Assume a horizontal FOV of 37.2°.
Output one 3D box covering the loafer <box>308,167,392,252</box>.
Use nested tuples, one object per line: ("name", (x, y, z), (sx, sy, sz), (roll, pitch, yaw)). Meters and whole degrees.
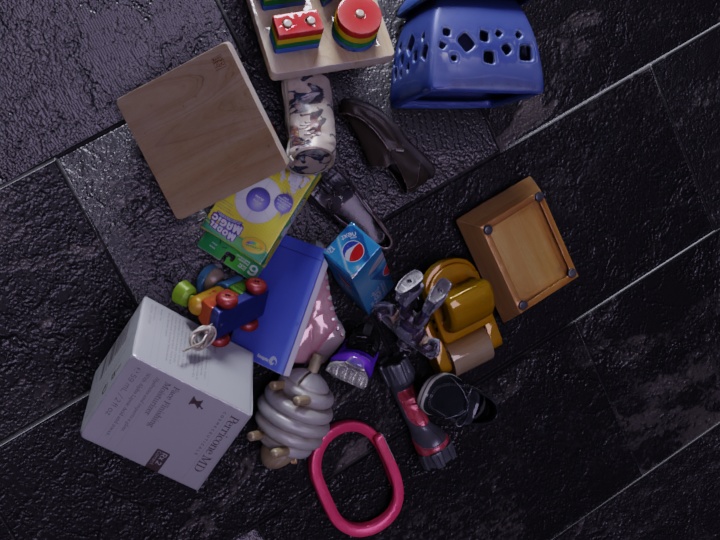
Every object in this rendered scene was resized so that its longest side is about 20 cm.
("loafer", (-0.019, -0.104, 1.724), (0.200, 0.063, 0.072), (44, 82, -18))

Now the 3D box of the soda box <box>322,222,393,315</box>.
("soda box", (0.000, 0.000, 1.671), (0.064, 0.200, 0.068), (40, 81, 17))

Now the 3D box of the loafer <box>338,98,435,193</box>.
("loafer", (0.036, -0.198, 1.726), (0.200, 0.073, 0.072), (41, 81, -18))

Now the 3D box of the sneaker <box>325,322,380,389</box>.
("sneaker", (-0.005, 0.128, 1.693), (0.069, 0.200, 0.101), (24, 81, 2))

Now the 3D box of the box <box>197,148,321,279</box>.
("box", (-0.161, -0.097, 1.665), (0.117, 0.048, 0.201), (31, 87, 6))

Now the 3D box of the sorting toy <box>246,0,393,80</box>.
("sorting toy", (-0.063, -0.406, 1.620), (0.196, 0.070, 0.202), (-12, 70, -17))

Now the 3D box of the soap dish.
("soap dish", (0.273, -0.034, 1.820), (0.156, 0.081, 0.202), (-30, 103, -13))

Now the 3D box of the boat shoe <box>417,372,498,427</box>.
("boat shoe", (0.165, 0.218, 1.776), (0.199, 0.062, 0.075), (23, 91, -49))

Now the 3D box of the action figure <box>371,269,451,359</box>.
("action figure", (0.081, 0.076, 1.704), (0.129, 0.201, 0.070), (28, 57, 10))

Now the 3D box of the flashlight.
("flashlight", (0.096, 0.235, 1.794), (0.067, 0.068, 0.202), (-22, 107, 7))

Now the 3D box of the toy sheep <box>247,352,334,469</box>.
("toy sheep", (-0.104, 0.224, 1.695), (0.137, 0.138, 0.202), (24, 102, -19))

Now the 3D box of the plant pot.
("plant pot", (0.163, -0.357, 1.691), (0.197, 0.200, 0.183), (-1, 91, -18))

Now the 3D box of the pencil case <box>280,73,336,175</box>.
("pencil case", (-0.086, -0.245, 1.638), (0.088, 0.078, 0.203), (3, 67, -21))

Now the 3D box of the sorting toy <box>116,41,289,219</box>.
("sorting toy", (-0.227, -0.211, 1.601), (0.198, 0.070, 0.201), (-23, 102, 18))

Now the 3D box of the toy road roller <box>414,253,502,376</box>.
("toy road roller", (0.166, 0.077, 1.762), (0.122, 0.146, 0.202), (-24, 103, -14))

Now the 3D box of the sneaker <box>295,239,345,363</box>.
("sneaker", (-0.067, 0.057, 1.722), (0.103, 0.075, 0.203), (15, 94, -22))

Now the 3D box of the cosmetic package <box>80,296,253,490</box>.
("cosmetic package", (-0.281, 0.182, 1.588), (0.199, 0.166, 0.166), (29, 113, -18))

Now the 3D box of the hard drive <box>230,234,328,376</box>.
("hard drive", (-0.128, 0.048, 1.672), (0.025, 0.131, 0.202), (20, 89, -50))

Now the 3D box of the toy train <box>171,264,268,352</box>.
("toy train", (-0.238, 0.055, 1.599), (0.199, 0.115, 0.086), (-28, 140, -52))

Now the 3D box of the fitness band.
("fitness band", (-0.008, 0.347, 1.794), (0.142, 0.037, 0.202), (-25, 102, -12))
